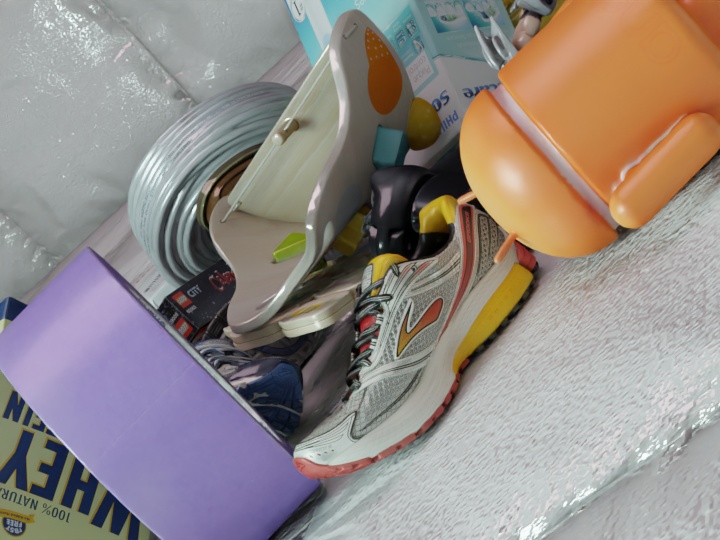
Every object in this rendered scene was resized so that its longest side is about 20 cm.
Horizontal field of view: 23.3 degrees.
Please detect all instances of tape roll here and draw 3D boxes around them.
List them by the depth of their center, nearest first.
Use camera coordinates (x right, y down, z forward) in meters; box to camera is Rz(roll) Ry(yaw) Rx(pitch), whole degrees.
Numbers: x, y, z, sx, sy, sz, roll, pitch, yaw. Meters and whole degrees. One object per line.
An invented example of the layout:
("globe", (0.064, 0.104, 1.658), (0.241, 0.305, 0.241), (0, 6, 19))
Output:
("tape roll", (-0.121, 0.085, 1.040), (0.085, 0.200, 0.200), (-44, 11, -4))

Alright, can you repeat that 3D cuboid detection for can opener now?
("can opener", (0.058, -0.047, 1.162), (0.200, 0.078, 0.064), (-33, -44, -65))

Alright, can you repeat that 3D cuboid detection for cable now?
("cable", (-0.105, -0.072, 1.497), (0.200, 0.069, 0.200), (-46, -32, 3))

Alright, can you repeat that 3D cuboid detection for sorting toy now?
("sorting toy", (-0.034, -0.043, 1.194), (0.200, 0.106, 0.180), (-53, 8, 37))

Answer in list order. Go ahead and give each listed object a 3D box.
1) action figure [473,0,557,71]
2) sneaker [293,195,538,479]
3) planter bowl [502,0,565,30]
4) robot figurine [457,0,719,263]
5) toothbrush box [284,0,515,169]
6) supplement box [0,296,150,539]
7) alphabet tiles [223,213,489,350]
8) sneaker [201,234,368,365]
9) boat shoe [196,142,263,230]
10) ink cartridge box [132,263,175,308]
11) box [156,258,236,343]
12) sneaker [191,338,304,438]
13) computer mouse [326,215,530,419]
("action figure", (0.156, -0.148, 1.098), (0.200, 0.131, 0.069), (-38, 7, -27))
("sneaker", (0.018, 0.039, 1.010), (0.200, 0.082, 0.078), (-53, 15, -30))
("planter bowl", (0.137, -0.179, 1.354), (0.200, 0.083, 0.201), (-42, 12, 11))
("robot figurine", (0.136, -0.090, 0.967), (0.200, 0.144, 0.117), (-43, -17, 9))
("toothbrush box", (0.037, -0.167, 1.311), (0.085, 0.201, 0.146), (-13, -16, -35))
("supplement box", (-0.249, 0.166, 1.196), (0.200, 0.134, 0.201), (-36, 40, 39))
("alphabet tiles", (0.000, 0.000, 1.220), (0.195, 0.015, 0.200), (-17, 14, 44))
("sneaker", (-0.060, 0.036, 1.369), (0.200, 0.075, 0.087), (-44, -2, -31))
("boat shoe", (-0.042, -0.065, 1.434), (0.199, 0.072, 0.068), (-18, 37, -41))
("ink cartridge box", (-0.146, 0.009, 1.681), (0.146, 0.084, 0.200), (-47, 11, -14))
("box", (-0.126, 0.043, 1.429), (0.137, 0.038, 0.200), (-52, -8, 33))
("sneaker", (-0.104, 0.082, 1.225), (0.200, 0.077, 0.086), (-28, 50, 51))
("computer mouse", (0.036, 0.033, 1.094), (0.200, 0.034, 0.059), (-47, 13, -10))
